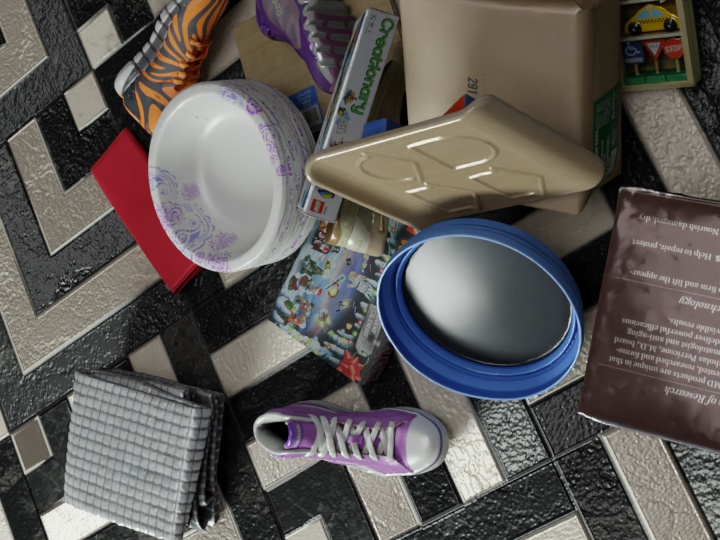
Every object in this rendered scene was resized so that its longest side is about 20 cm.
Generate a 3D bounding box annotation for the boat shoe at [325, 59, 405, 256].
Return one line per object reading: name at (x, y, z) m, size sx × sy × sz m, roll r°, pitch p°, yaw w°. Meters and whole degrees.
boat shoe at (0.021, -0.112, 1.336) m, size 0.065 × 0.072 × 0.200 m, roll 17°, pitch 75°, yaw -8°

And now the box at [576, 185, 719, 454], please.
box at (0.304, 0.041, 1.130) m, size 0.164 × 0.166 × 0.200 m, roll 12°, pitch 96°, yaw 31°

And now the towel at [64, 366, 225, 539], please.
towel at (-0.242, 0.204, 1.517) m, size 0.200 × 0.086 × 0.166 m, roll 10°, pitch 92°, yaw 33°

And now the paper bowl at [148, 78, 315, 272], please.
paper bowl at (-0.124, -0.104, 1.422) m, size 0.200 × 0.104 × 0.201 m, roll 10°, pitch 106°, yaw 39°

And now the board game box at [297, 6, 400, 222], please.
board game box at (-0.014, -0.147, 1.282) m, size 0.035 × 0.126 × 0.200 m, roll 17°, pitch 93°, yaw -7°

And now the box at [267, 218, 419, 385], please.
box at (0.000, 0.000, 1.394) m, size 0.137 × 0.040 × 0.200 m, roll 33°, pitch 105°, yaw 27°

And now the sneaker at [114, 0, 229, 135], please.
sneaker at (-0.189, -0.228, 1.504) m, size 0.200 × 0.078 × 0.112 m, roll -47°, pitch 70°, yaw 34°

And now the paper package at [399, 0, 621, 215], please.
paper package at (0.141, -0.172, 1.229) m, size 0.190 × 0.103 × 0.200 m, roll 14°, pitch 123°, yaw 31°

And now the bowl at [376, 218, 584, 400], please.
bowl at (0.115, 0.037, 1.262) m, size 0.200 × 0.039 × 0.201 m, roll 13°, pitch 131°, yaw 15°

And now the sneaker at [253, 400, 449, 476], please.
sneaker at (-0.017, 0.175, 1.359) m, size 0.200 × 0.114 × 0.073 m, roll 1°, pitch 88°, yaw 31°

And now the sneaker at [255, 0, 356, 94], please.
sneaker at (-0.064, -0.264, 1.404) m, size 0.088 × 0.080 × 0.200 m, roll -36°, pitch 67°, yaw 33°

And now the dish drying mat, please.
dish drying mat at (-0.245, -0.071, 1.561) m, size 0.077 × 0.018 × 0.200 m, roll -46°, pitch 66°, yaw 22°

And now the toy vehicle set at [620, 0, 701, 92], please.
toy vehicle set at (0.211, -0.227, 1.243) m, size 0.200 × 0.027 × 0.124 m, roll -1°, pitch 116°, yaw 33°

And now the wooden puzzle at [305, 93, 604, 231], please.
wooden puzzle at (0.082, -0.098, 1.158) m, size 0.200 × 0.185 × 0.046 m, roll -17°, pitch 64°, yaw 39°

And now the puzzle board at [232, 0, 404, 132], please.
puzzle board at (-0.041, -0.232, 1.439) m, size 0.200 × 0.017 × 0.151 m, roll -21°, pitch 79°, yaw 30°
